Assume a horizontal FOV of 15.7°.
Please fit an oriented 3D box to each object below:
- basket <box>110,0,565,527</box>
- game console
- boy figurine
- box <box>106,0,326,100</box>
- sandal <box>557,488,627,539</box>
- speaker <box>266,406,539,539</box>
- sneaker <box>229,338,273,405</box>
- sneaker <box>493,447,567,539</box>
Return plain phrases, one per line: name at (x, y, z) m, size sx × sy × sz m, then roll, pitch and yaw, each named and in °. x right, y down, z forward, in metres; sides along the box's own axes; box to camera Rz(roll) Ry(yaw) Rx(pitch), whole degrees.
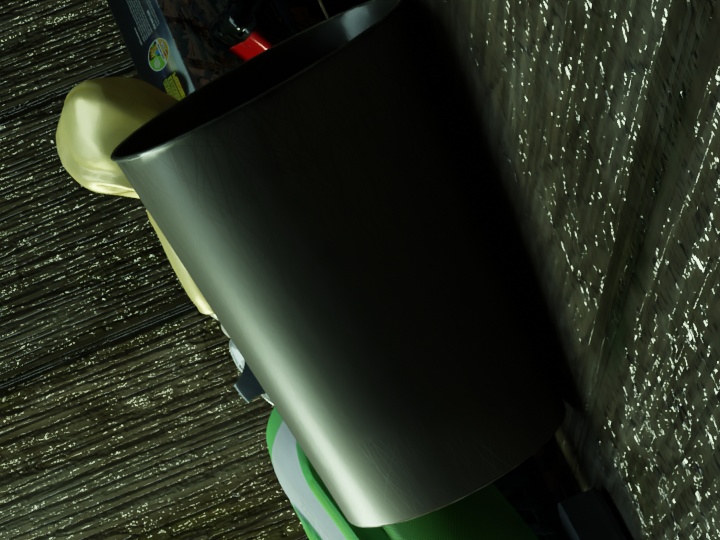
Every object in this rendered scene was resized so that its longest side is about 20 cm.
basket at (0.000, 0.000, 1.165) m, size 0.201 × 0.136 × 0.180 m, roll 63°, pitch -152°, yaw -11°
game console at (-0.016, -0.153, 1.361) m, size 0.172 × 0.119 × 0.200 m, roll 37°, pitch 180°, yaw -7°
boy figurine at (-0.058, -0.030, 1.250) m, size 0.064 × 0.199 × 0.125 m, roll -19°, pitch 51°, yaw 57°
box at (-0.058, -0.098, 1.481) m, size 0.136 × 0.040 × 0.201 m, roll 6°, pitch -130°, yaw -43°
sandal at (0.122, 0.181, 1.131) m, size 0.200 × 0.043 × 0.076 m, roll -117°, pitch 6°, yaw -50°
speaker at (0.031, 0.128, 1.251) m, size 0.200 × 0.088 × 0.089 m, roll 50°, pitch 165°, yaw 42°
sneaker at (-0.015, 0.023, 1.411) m, size 0.080 × 0.129 × 0.199 m, roll 54°, pitch 173°, yaw 15°
sneaker at (0.067, 0.113, 1.313) m, size 0.200 × 0.070 × 0.082 m, roll -119°, pitch 6°, yaw -46°
